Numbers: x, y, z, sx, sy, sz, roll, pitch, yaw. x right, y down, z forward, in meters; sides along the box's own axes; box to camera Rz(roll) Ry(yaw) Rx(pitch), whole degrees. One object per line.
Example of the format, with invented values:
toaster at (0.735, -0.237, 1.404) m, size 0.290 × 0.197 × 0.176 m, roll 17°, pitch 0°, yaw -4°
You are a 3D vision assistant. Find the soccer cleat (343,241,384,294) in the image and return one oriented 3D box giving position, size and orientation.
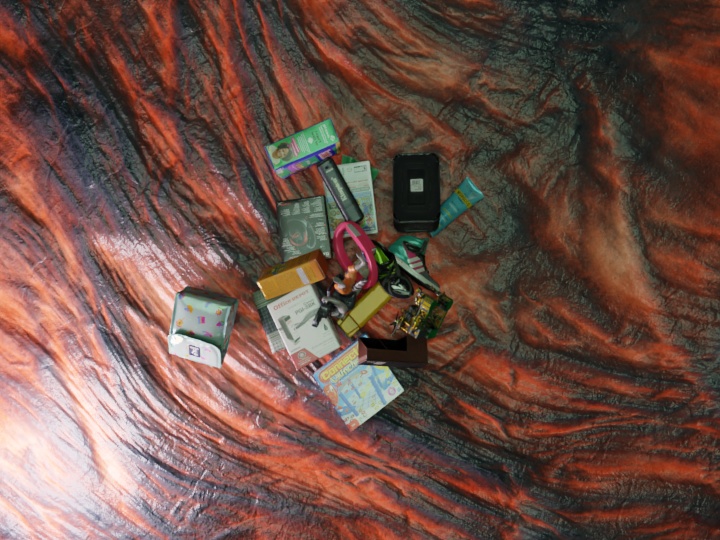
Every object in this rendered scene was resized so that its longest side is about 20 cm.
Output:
soccer cleat at (0.000, 0.000, 1.584) m, size 0.069 × 0.078 × 0.202 m, roll 36°, pitch 90°, yaw 1°

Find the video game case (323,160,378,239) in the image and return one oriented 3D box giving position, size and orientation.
video game case at (-0.030, -0.201, 1.567) m, size 0.139 × 0.018 × 0.206 m, roll -6°, pitch 98°, yaw 7°

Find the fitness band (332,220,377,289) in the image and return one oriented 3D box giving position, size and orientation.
fitness band at (-0.013, -0.044, 1.508) m, size 0.037 × 0.145 × 0.201 m, roll -18°, pitch 57°, yaw -30°

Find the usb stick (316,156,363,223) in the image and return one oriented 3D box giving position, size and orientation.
usb stick at (-0.057, -0.220, 1.541) m, size 0.055 × 0.033 × 0.203 m, roll -28°, pitch 95°, yaw 10°

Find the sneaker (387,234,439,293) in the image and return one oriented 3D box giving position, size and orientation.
sneaker at (0.174, -0.034, 1.585) m, size 0.198 × 0.083 × 0.122 m, roll 37°, pitch 84°, yaw -13°

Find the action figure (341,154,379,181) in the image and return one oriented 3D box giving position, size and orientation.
action figure at (-0.035, -0.219, 1.598) m, size 0.116 × 0.055 × 0.205 m, roll 22°, pitch 97°, yaw -1°

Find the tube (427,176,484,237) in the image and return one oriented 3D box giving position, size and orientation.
tube at (0.267, -0.180, 1.603) m, size 0.199 × 0.050 × 0.078 m, roll -42°, pitch 95°, yaw -4°

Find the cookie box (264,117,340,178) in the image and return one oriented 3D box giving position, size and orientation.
cookie box at (-0.156, -0.340, 1.543) m, size 0.196 × 0.171 × 0.077 m, roll -24°, pitch 92°, yaw 1°

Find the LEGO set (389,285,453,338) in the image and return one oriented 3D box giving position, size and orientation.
LEGO set at (0.161, 0.108, 1.529) m, size 0.115 × 0.198 × 0.157 m, roll 31°, pitch 111°, yaw 27°

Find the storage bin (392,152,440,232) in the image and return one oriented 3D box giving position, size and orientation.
storage bin at (0.157, -0.219, 1.551) m, size 0.131 × 0.094 × 0.206 m, roll -1°, pitch 76°, yaw 5°

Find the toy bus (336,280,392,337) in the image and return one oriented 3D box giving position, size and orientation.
toy bus at (0.021, 0.103, 1.578) m, size 0.200 × 0.078 × 0.065 m, roll -44°, pitch 89°, yaw -7°

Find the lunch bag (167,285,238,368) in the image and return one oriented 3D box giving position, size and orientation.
lunch bag at (-0.454, 0.167, 1.567) m, size 0.166 × 0.122 × 0.205 m, roll 15°, pitch 98°, yaw -2°

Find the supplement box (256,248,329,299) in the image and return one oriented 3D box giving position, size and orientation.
supplement box at (-0.189, 0.011, 1.526) m, size 0.196 × 0.067 × 0.070 m, roll -22°, pitch 115°, yaw 19°

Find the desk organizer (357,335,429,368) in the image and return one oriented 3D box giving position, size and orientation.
desk organizer at (0.092, 0.227, 1.546) m, size 0.195 × 0.072 × 0.079 m, roll 7°, pitch 69°, yaw -21°

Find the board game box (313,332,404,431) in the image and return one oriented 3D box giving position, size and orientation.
board game box at (-0.005, 0.322, 1.592) m, size 0.198 × 0.056 × 0.198 m, roll -37°, pitch 90°, yaw 0°

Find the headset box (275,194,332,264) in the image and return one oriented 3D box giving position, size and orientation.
headset box at (-0.160, -0.104, 1.587) m, size 0.144 × 0.075 × 0.206 m, roll -8°, pitch 90°, yaw 1°

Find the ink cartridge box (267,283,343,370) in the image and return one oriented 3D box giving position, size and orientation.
ink cartridge box at (-0.157, 0.154, 1.550) m, size 0.144 × 0.083 × 0.204 m, roll -27°, pitch 87°, yaw 2°

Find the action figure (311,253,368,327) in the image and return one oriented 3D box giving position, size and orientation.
action figure at (-0.049, 0.075, 1.465) m, size 0.102 × 0.196 × 0.202 m, roll 23°, pitch 52°, yaw 6°

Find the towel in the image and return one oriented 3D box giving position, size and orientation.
towel at (-0.200, 0.119, 1.613) m, size 0.195 × 0.035 × 0.197 m, roll -21°, pitch 86°, yaw 3°

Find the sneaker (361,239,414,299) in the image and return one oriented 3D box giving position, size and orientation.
sneaker at (0.075, -0.001, 1.508) m, size 0.070 × 0.083 × 0.201 m, roll -39°, pitch 96°, yaw -12°
